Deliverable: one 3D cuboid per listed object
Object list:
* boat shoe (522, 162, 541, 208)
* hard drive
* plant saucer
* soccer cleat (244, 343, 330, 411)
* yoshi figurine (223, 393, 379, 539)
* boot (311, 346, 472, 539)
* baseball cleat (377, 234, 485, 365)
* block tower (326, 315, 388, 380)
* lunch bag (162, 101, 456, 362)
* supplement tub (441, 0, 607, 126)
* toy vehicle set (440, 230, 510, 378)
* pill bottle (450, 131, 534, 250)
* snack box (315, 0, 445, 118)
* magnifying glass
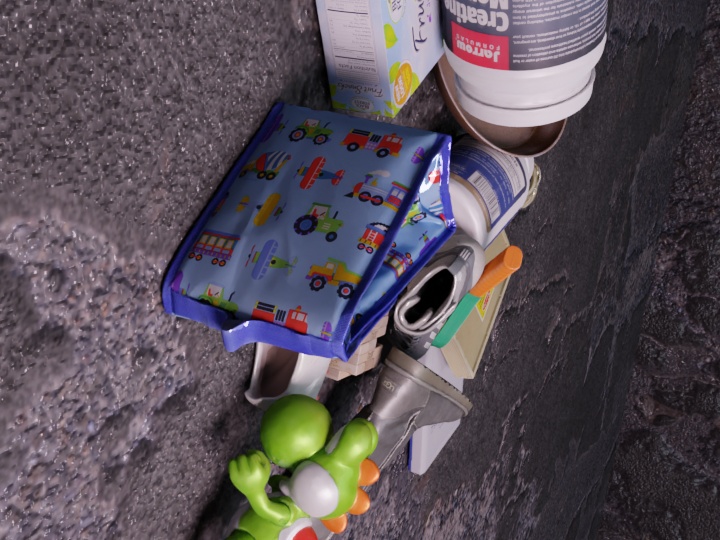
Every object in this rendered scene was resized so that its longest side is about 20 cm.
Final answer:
[{"bbox_3d":[0.213,-0.125,1.214,0.200,0.062,0.074,32,74,-64],"label":"boat shoe"},{"bbox_3d":[0.101,0.145,1.168,0.132,0.025,0.202,-40,138,-51],"label":"hard drive"},{"bbox_3d":[0.144,-0.212,0.958,0.198,0.034,0.203,12,70,-34],"label":"plant saucer"},{"bbox_3d":[-0.041,0.028,0.767,0.077,0.069,0.203,21,87,-62],"label":"soccer cleat"},{"bbox_3d":[-0.074,0.181,0.733,0.112,0.112,0.200,40,95,-24],"label":"yoshi figurine"},{"bbox_3d":[0.017,0.185,0.902,0.202,0.072,0.182,-60,142,-4],"label":"boot"},{"bbox_3d":[0.049,0.045,0.900,0.106,0.069,0.201,-42,166,-48],"label":"baseball cleat"},{"bbox_3d":[0.000,0.000,0.849,0.058,0.053,0.203,-14,116,-62],"label":"block tower"},{"bbox_3d":[-0.039,-0.020,0.643,0.201,0.149,0.095,-54,147,-38],"label":"lunch bag"},{"bbox_3d":[0.135,-0.238,0.748,0.141,0.139,0.202,-52,146,-39],"label":"supplement tub"},{"bbox_3d":[0.142,0.019,1.136,0.201,0.026,0.125,-63,141,-35],"label":"toy vehicle set"},{"bbox_3d":[0.118,-0.086,0.981,0.200,0.110,0.112,-43,140,-49],"label":"pill bottle"},{"bbox_3d":[0.026,-0.259,0.749,0.169,0.067,0.202,-55,147,-39],"label":"snack box"},{"bbox_3d":[0.112,0.024,0.926,0.200,0.022,0.080,128,-17,-62],"label":"magnifying glass"}]
